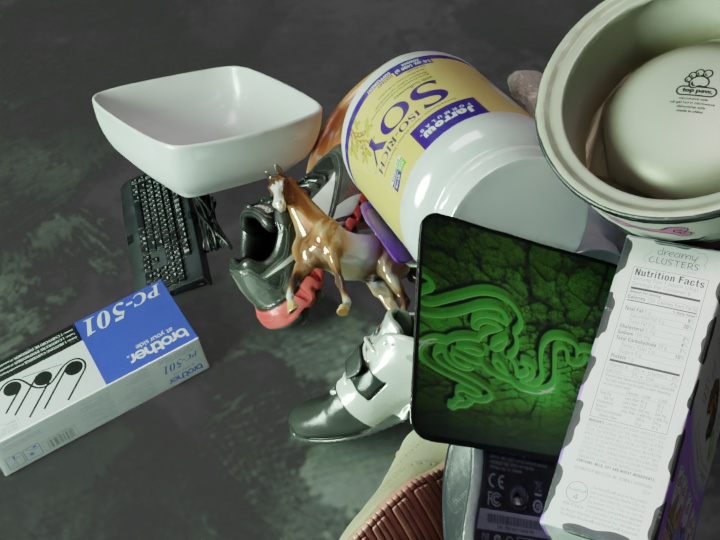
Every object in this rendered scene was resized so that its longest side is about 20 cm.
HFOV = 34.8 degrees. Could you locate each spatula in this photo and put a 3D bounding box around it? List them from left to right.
[{"bbox_3d":[0.075,0.009,0.984,0.200,0.021,0.056,39,18,12],"label":"spatula"}]

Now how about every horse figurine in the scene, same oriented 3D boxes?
[{"bbox_3d":[0.000,0.000,0.996,0.199,0.050,0.133,20,41,-30],"label":"horse figurine"}]

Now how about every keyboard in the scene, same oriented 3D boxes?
[{"bbox_3d":[-0.193,-0.054,1.171,0.103,0.040,0.201,-18,44,-3],"label":"keyboard"}]

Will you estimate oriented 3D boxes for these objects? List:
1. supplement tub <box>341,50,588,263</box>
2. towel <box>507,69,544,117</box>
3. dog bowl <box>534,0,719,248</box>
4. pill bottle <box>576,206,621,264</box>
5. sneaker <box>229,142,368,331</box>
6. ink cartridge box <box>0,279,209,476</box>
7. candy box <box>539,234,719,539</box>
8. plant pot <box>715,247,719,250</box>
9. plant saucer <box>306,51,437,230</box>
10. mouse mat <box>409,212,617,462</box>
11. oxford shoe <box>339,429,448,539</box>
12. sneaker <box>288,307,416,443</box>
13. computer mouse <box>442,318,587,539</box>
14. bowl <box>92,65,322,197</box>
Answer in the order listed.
[{"bbox_3d":[0.081,-0.078,0.929,0.145,0.146,0.200,-23,37,-10],"label":"supplement tub"},{"bbox_3d":[0.235,-0.115,1.044,0.199,0.035,0.133,14,34,-28],"label":"towel"},{"bbox_3d":[0.222,-0.102,0.764,0.199,0.074,0.201,-13,57,21],"label":"dog bowl"},{"bbox_3d":[0.164,-0.053,1.024,0.104,0.105,0.201,-17,42,-3],"label":"pill bottle"},{"bbox_3d":[-0.055,-0.049,1.050,0.071,0.098,0.201,1,55,49],"label":"sneaker"},{"bbox_3d":[-0.245,0.092,1.026,0.199,0.044,0.094,-27,46,-14],"label":"ink cartridge box"},{"bbox_3d":[0.193,0.105,0.763,0.071,0.168,0.201,11,67,25],"label":"candy box"},{"bbox_3d":[0.316,-0.118,0.889,0.199,0.200,0.181,-25,61,10],"label":"plant pot"},{"bbox_3d":[0.031,-0.123,1.132,0.199,0.037,0.201,-27,44,29],"label":"plant saucer"},{"bbox_3d":[0.121,0.054,0.828,0.199,0.008,0.162,13,71,-28],"label":"mouse mat"},{"bbox_3d":[0.048,0.165,0.866,0.200,0.071,0.074,-35,26,-28],"label":"oxford shoe"},{"bbox_3d":[0.022,0.075,0.910,0.199,0.089,0.074,-20,12,21],"label":"sneaker"},{"bbox_3d":[0.104,0.147,0.829,0.053,0.138,0.201,-21,54,55],"label":"computer mouse"},{"bbox_3d":[-0.157,-0.142,1.196,0.199,0.075,0.200,-19,33,-32],"label":"bowl"}]
